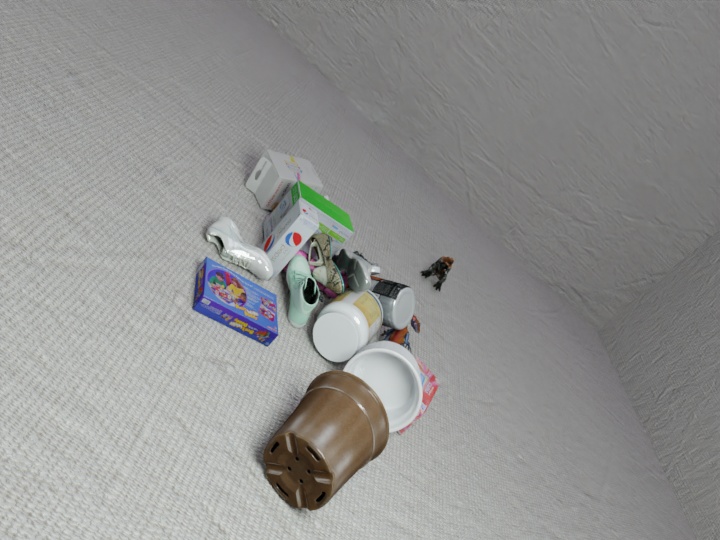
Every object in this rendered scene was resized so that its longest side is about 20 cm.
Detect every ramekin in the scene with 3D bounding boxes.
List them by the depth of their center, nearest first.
[{"bbox_3d":[0.053,0.267,1.442,0.200,0.201,0.098,44,16,-1],"label":"ramekin"}]

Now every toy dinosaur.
[{"bbox_3d":[0.119,0.191,1.716,0.104,0.200,0.184,33,68,1],"label":"toy dinosaur"},{"bbox_3d":[0.310,-0.012,2.375,0.101,0.136,0.202,35,-22,17],"label":"toy dinosaur"}]

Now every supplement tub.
[{"bbox_3d":[-0.031,0.136,1.561,0.145,0.145,0.200,46,24,3],"label":"supplement tub"},{"bbox_3d":[0.046,0.083,1.712,0.196,0.127,0.121,14,3,37],"label":"supplement tub"}]

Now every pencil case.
[{"bbox_3d":[-0.132,0.001,1.682,0.197,0.091,0.094,32,19,-25],"label":"pencil case"}]

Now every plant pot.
[{"bbox_3d":[-0.070,0.328,1.156,0.201,0.201,0.198,47,31,5],"label":"plant pot"}]

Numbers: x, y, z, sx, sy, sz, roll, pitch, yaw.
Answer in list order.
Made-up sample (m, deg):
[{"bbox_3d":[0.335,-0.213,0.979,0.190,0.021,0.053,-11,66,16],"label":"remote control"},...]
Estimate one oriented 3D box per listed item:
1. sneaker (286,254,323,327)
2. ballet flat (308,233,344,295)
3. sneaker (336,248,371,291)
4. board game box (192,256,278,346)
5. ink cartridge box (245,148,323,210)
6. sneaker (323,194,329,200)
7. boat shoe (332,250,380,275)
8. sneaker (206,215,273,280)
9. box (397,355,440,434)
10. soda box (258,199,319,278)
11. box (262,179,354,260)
[{"bbox_3d":[-0.135,0.027,1.530,0.072,0.119,0.206,12,53,-24],"label":"sneaker"},{"bbox_3d":[-0.099,-0.016,1.610,0.073,0.069,0.204,-2,50,-20],"label":"ballet flat"},{"bbox_3d":[0.000,0.000,1.612,0.078,0.072,0.201,16,17,-23],"label":"sneaker"},{"bbox_3d":[-0.277,0.070,1.376,0.198,0.045,0.136,32,27,-30],"label":"board game box"},{"bbox_3d":[-0.237,-0.264,1.850,0.196,0.129,0.127,5,44,-44],"label":"ink cartridge box"},{"bbox_3d":[-0.133,-0.189,2.008,0.082,0.074,0.200,55,25,-5],"label":"sneaker"},{"bbox_3d":[-0.018,-0.023,1.788,0.069,0.197,0.069,8,85,-40],"label":"boat shoe"},{"bbox_3d":[-0.300,-0.040,1.504,0.200,0.071,0.080,43,39,-1],"label":"sneaker"},{"bbox_3d":[0.126,0.320,1.596,0.103,0.095,0.200,46,23,4],"label":"box"},{"bbox_3d":[-0.190,-0.078,1.564,0.063,0.200,0.069,30,27,-31],"label":"soda box"},{"bbox_3d":[-0.148,-0.117,1.727,0.197,0.177,0.098,29,27,-31],"label":"box"}]
